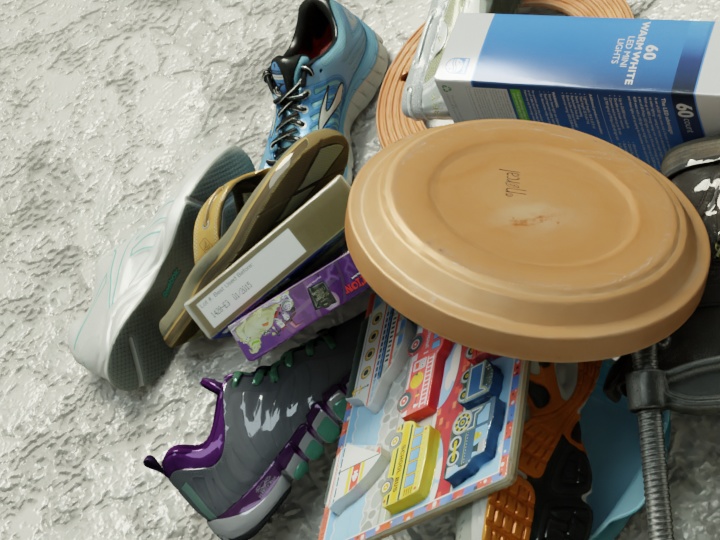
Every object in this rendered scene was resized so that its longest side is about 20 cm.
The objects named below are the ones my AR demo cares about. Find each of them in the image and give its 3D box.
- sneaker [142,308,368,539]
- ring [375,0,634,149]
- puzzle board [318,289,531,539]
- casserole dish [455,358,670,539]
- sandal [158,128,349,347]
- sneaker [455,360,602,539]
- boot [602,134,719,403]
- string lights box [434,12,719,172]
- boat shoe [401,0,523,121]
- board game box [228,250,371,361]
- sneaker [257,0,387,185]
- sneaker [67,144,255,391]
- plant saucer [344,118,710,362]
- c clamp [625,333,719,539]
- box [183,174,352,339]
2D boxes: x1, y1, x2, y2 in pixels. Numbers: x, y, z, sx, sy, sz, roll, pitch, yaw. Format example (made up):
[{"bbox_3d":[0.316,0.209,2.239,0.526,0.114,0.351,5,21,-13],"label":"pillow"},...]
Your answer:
[{"bbox_3d":[-0.046,0.073,1.035,0.200,0.087,0.074,-50,5,-10],"label":"sneaker"},{"bbox_3d":[0.103,-0.134,1.159,0.200,0.019,0.201,-16,50,21],"label":"ring"},{"bbox_3d":[0.039,0.057,0.927,0.150,0.017,0.201,-30,34,39],"label":"puzzle board"},{"bbox_3d":[0.099,0.099,0.971,0.200,0.039,0.121,22,71,42],"label":"casserole dish"},{"bbox_3d":[-0.084,-0.027,1.115,0.054,0.080,0.200,50,121,16],"label":"sandal"},{"bbox_3d":[0.078,0.102,0.912,0.092,0.076,0.201,-27,35,43],"label":"sneaker"},{"bbox_3d":[0.237,-0.001,0.910,0.199,0.069,0.175,-14,47,36],"label":"boot"},{"bbox_3d":[0.158,-0.104,1.024,0.199,0.103,0.059,6,60,26],"label":"string lights box"},{"bbox_3d":[0.075,-0.194,1.161,0.064,0.074,0.203,-2,63,26],"label":"boat shoe"},{"bbox_3d":[0.000,0.000,1.014,0.120,0.200,0.032,-28,91,15],"label":"board game box"},{"bbox_3d":[-0.048,-0.114,1.190,0.078,0.090,0.201,-2,58,31],"label":"sneaker"},{"bbox_3d":[-0.149,-0.012,1.192,0.080,0.070,0.201,16,67,43],"label":"sneaker"},{"bbox_3d":[0.092,-0.027,0.889,0.199,0.032,0.201,5,37,-4],"label":"plant saucer"},{"bbox_3d":[0.176,0.120,0.838,0.170,0.027,0.201,-9,75,1],"label":"c clamp"},{"bbox_3d":[-0.047,-0.005,1.053,0.121,0.200,0.032,-40,86,0],"label":"box"}]
